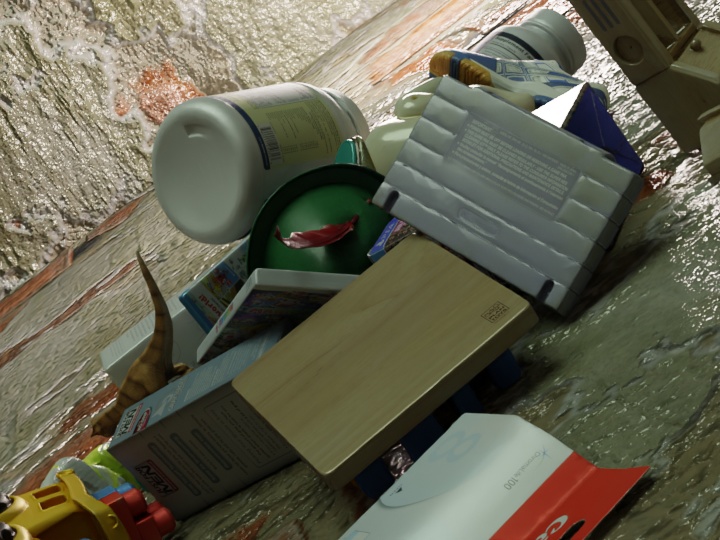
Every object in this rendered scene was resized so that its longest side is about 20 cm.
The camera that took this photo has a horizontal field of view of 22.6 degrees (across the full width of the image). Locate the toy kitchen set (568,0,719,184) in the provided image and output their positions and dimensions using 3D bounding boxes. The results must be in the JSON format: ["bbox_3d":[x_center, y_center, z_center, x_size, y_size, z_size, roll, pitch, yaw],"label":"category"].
[{"bbox_3d":[0.285,-0.191,1.475,0.200,0.181,0.163,-27,17,50],"label":"toy kitchen set"}]

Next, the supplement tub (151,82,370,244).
[{"bbox_3d":[-0.095,-0.112,1.814,0.144,0.146,0.199,-25,-6,41],"label":"supplement tub"}]

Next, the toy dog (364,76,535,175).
[{"bbox_3d":[0.100,-0.118,1.759,0.193,0.141,0.199,-8,8,-35],"label":"toy dog"}]

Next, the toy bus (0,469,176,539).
[{"bbox_3d":[-0.246,0.245,1.526,0.191,0.137,0.200,-23,12,-13],"label":"toy bus"}]

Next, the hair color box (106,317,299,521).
[{"bbox_3d":[-0.113,0.132,1.569,0.199,0.099,0.061,-30,24,28],"label":"hair color box"}]

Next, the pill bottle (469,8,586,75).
[{"bbox_3d":[0.156,-0.199,1.985,0.200,0.111,0.111,-42,14,-23],"label":"pill bottle"}]

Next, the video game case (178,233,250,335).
[{"bbox_3d":[-0.057,0.017,1.730,0.200,0.143,0.018,-42,8,-23],"label":"video game case"}]

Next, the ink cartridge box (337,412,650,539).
[{"bbox_3d":[0.069,0.158,1.136,0.160,0.047,0.200,-42,12,-21],"label":"ink cartridge box"}]

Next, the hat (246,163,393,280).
[{"bbox_3d":[0.000,0.000,1.574,0.199,0.167,0.176,-20,16,-22],"label":"hat"}]

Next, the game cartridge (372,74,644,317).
[{"bbox_3d":[0.118,-0.064,1.454,0.199,0.038,0.130,32,88,31],"label":"game cartridge"}]

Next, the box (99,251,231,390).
[{"bbox_3d":[-0.141,0.076,1.785,0.199,0.125,0.097,-37,13,-4],"label":"box"}]

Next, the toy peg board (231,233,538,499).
[{"bbox_3d":[0.033,0.092,1.412,0.200,0.098,0.199,-39,29,-9],"label":"toy peg board"}]

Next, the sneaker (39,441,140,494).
[{"bbox_3d":[-0.273,0.229,1.716,0.105,0.076,0.200,-45,-8,13],"label":"sneaker"}]

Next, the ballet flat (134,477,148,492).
[{"bbox_3d":[-0.131,0.141,1.683,0.199,0.068,0.068,-31,2,26],"label":"ballet flat"}]

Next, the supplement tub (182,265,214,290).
[{"bbox_3d":[-0.086,0.008,1.912,0.200,0.107,0.107,-38,13,-9],"label":"supplement tub"}]

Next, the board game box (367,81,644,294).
[{"bbox_3d":[0.130,-0.053,1.588,0.199,0.097,0.160,-29,16,32],"label":"board game box"}]

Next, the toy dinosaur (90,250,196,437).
[{"bbox_3d":[-0.183,0.090,1.615,0.201,0.105,0.061,-63,25,27],"label":"toy dinosaur"}]

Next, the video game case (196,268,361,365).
[{"bbox_3d":[-0.051,0.046,1.572,0.200,0.142,0.018,131,140,-61],"label":"video game case"}]

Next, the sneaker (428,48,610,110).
[{"bbox_3d":[0.165,-0.185,1.870,0.199,0.076,0.088,28,47,28],"label":"sneaker"}]

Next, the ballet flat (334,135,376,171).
[{"bbox_3d":[-0.002,-0.024,1.715,0.071,0.070,0.202,-8,72,64],"label":"ballet flat"}]
